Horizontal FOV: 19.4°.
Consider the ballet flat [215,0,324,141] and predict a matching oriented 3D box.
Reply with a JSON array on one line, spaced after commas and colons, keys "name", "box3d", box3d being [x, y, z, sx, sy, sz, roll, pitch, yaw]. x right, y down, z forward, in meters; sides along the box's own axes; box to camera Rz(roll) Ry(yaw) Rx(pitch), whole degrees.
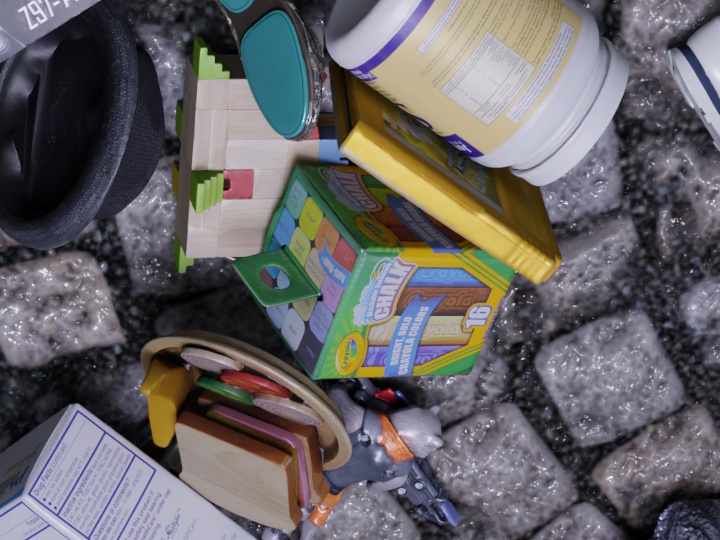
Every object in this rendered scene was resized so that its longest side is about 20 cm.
[{"name": "ballet flat", "box3d": [-0.069, -0.195, 1.584, 0.068, 0.075, 0.201, -32, 84, 36]}]

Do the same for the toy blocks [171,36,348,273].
[{"name": "toy blocks", "box3d": [-0.072, -0.090, 1.662, 0.135, 0.100, 0.202, -2, 117, -15]}]

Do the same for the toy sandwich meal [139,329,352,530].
[{"name": "toy sandwich meal", "box3d": [-0.098, 0.124, 1.651, 0.204, 0.071, 0.206, 22, 154, 11]}]

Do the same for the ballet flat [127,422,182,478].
[{"name": "ballet flat", "box3d": [-0.164, 0.162, 1.781, 0.074, 0.074, 0.200, 33, 110, -17]}]

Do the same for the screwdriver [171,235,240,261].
[{"name": "screwdriver", "box3d": [-0.063, 0.008, 1.737, 0.198, 0.028, 0.029, 17, 143, -9]}]

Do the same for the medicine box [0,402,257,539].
[{"name": "medicine box", "box3d": [-0.220, 0.229, 1.740, 0.200, 0.103, 0.182, 40, 141, -15]}]

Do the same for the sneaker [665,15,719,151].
[{"name": "sneaker", "box3d": [0.323, -0.113, 1.678, 0.080, 0.076, 0.201, -34, 115, 2]}]

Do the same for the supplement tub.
[{"name": "supplement tub", "box3d": [0.089, -0.169, 1.592, 0.199, 0.146, 0.146, 34, 109, -19]}]

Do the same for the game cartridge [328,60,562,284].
[{"name": "game cartridge", "box3d": [0.065, -0.082, 1.617, 0.199, 0.177, 0.033, 32, 110, -18]}]

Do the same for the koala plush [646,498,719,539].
[{"name": "koala plush", "box3d": [0.241, 0.302, 1.841, 0.199, 0.185, 0.177, -20, 130, 30]}]

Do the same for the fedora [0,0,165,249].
[{"name": "fedora", "box3d": [-0.210, -0.112, 1.622, 0.091, 0.201, 0.201, 12, 121, -49]}]

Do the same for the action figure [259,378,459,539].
[{"name": "action figure", "box3d": [-0.001, 0.180, 1.783, 0.193, 0.105, 0.200, -35, 111, 23]}]

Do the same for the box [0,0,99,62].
[{"name": "box", "box3d": [-0.202, -0.236, 1.537, 0.199, 0.161, 0.044, -29, 115, 12]}]

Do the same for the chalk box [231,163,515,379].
[{"name": "chalk box", "box3d": [0.000, 0.000, 1.637, 0.199, 0.125, 0.125, 1, 125, -35]}]
